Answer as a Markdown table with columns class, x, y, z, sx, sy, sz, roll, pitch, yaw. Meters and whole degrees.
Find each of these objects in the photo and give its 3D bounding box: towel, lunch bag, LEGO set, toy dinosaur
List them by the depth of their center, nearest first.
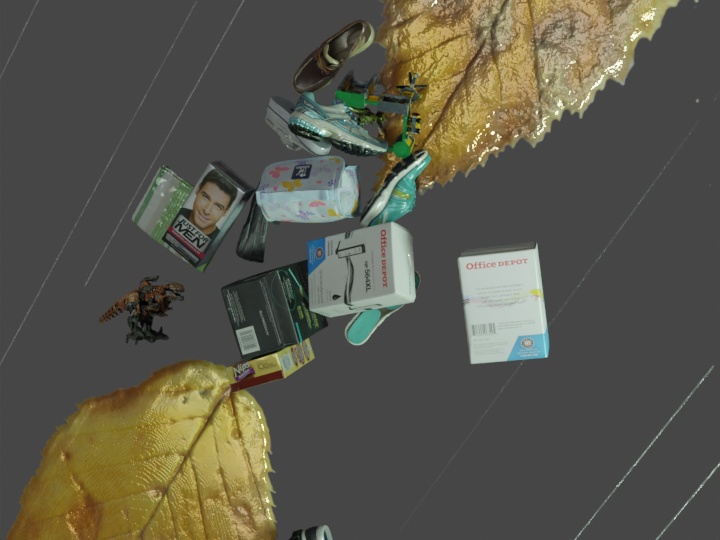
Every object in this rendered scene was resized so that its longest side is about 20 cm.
| class | x | y | z | sx | sy | sz | roll | pitch | yaw |
| --- | --- | --- | --- | --- | --- | --- | --- | --- | --- |
| lunch bag | -0.095 | -0.154 | 1.596 | 0.167 | 0.200 | 0.129 | -3 | 97 | 15 |
| LEGO set | 0.035 | -0.312 | 1.611 | 0.197 | 0.116 | 0.155 | 5 | 128 | 17 |
| towel | -0.380 | -0.110 | 1.765 | 0.199 | 0.031 | 0.150 | 36 | 106 | 5 |
| toy dinosaur | -0.471 | 0.087 | 1.791 | 0.198 | 0.102 | 0.138 | -20 | 77 | 33 |

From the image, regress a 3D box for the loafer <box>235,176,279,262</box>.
| class | x | y | z | sx | sy | sz | roll | pitch | yaw |
| --- | --- | --- | --- | --- | --- | --- | --- | --- | --- |
| loafer | -0.198 | -0.114 | 1.701 | 0.070 | 0.068 | 0.203 | 18 | 97 | -11 |

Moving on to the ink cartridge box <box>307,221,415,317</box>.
| class | x | y | z | sx | sy | sz | roll | pitch | yaw |
| --- | --- | --- | --- | --- | --- | --- | --- | --- | --- |
| ink cartridge box | 0.000 | 0.000 | 1.608 | 0.198 | 0.084 | 0.148 | -13 | 71 | 29 |

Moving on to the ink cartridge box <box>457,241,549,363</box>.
| class | x | y | z | sx | sy | sz | roll | pitch | yaw |
| --- | --- | --- | --- | --- | --- | --- | --- | --- | --- |
| ink cartridge box | 0.273 | 0.057 | 1.559 | 0.145 | 0.146 | 0.203 | -6 | 96 | 15 |

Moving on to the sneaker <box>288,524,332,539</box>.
| class | x | y | z | sx | sy | sz | roll | pitch | yaw |
| --- | --- | --- | --- | --- | --- | --- | --- | --- | --- |
| sneaker | -0.103 | 0.655 | 1.772 | 0.111 | 0.073 | 0.203 | -13 | 86 | 18 |

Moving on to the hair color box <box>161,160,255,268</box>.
| class | x | y | z | sx | sy | sz | roll | pitch | yaw |
| --- | --- | --- | --- | --- | --- | --- | --- | --- | --- |
| hair color box | -0.314 | -0.116 | 1.696 | 0.099 | 0.061 | 0.201 | 38 | 109 | 4 |

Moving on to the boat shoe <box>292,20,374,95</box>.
| class | x | y | z | sx | sy | sz | roll | pitch | yaw |
| --- | --- | --- | --- | --- | --- | --- | --- | --- | --- |
| boat shoe | -0.061 | -0.422 | 1.619 | 0.199 | 0.072 | 0.073 | -34 | 88 | 15 |

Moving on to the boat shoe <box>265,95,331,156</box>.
| class | x | y | z | sx | sy | sz | roll | pitch | yaw |
| --- | --- | --- | --- | --- | --- | --- | --- | --- | --- |
| boat shoe | -0.126 | -0.272 | 1.633 | 0.200 | 0.073 | 0.066 | 51 | 125 | 39 |

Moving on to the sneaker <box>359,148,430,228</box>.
| class | x | y | z | sx | sy | sz | roll | pitch | yaw |
| --- | --- | --- | --- | --- | --- | --- | --- | --- | --- |
| sneaker | 0.079 | -0.153 | 1.631 | 0.079 | 0.078 | 0.201 | 33 | 109 | -12 |

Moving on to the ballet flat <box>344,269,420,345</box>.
| class | x | y | z | sx | sy | sz | roll | pitch | yaw |
| --- | --- | --- | --- | --- | --- | --- | --- | --- | --- |
| ballet flat | 0.041 | 0.066 | 1.660 | 0.069 | 0.069 | 0.200 | 44 | 101 | 5 |

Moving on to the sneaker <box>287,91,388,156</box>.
| class | x | y | z | sx | sy | sz | roll | pitch | yaw |
| --- | --- | --- | --- | --- | --- | --- | --- | --- | --- |
| sneaker | -0.032 | -0.274 | 1.536 | 0.198 | 0.077 | 0.087 | 18 | 84 | -19 |

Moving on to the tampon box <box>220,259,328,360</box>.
| class | x | y | z | sx | sy | sz | roll | pitch | yaw |
| --- | --- | --- | --- | --- | --- | --- | --- | --- | --- |
| tampon box | -0.167 | 0.074 | 1.642 | 0.125 | 0.200 | 0.152 | -16 | 92 | 15 |

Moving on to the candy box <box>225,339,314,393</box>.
| class | x | y | z | sx | sy | sz | roll | pitch | yaw |
| --- | --- | --- | --- | --- | --- | --- | --- | --- | --- |
| candy box | -0.178 | 0.186 | 1.659 | 0.115 | 0.200 | 0.057 | -17 | 92 | 15 |
